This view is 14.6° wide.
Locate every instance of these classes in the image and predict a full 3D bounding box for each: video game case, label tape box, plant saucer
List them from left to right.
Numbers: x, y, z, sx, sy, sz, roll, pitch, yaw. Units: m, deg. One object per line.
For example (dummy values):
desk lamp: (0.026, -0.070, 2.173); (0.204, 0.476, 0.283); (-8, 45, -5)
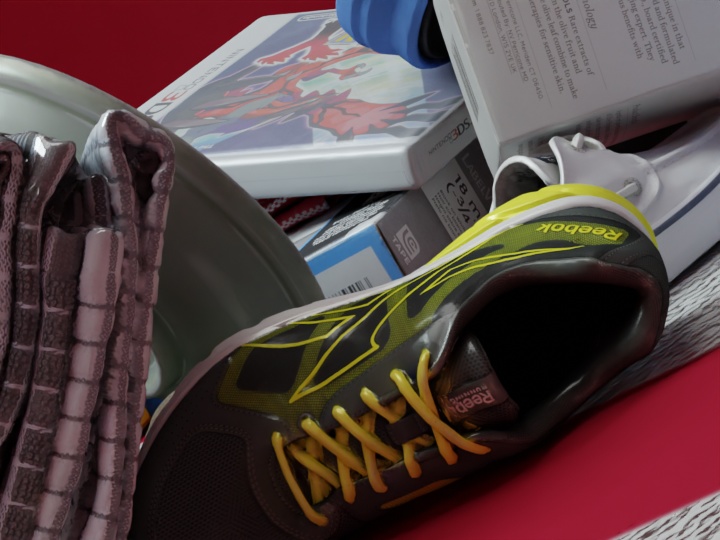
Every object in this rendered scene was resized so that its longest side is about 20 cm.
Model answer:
plant saucer: (-0.107, 0.000, 1.085); (0.200, 0.200, 0.050); (-21, 34, 59)
video game case: (-0.012, -0.080, 1.263); (0.199, 0.023, 0.182); (-2, 26, 36)
label tape box: (0.000, 0.000, 1.243); (0.144, 0.063, 0.200); (-28, 8, 29)

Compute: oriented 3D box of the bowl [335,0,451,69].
bowl: (0.066, -0.170, 1.165); (0.201, 0.039, 0.201); (-50, -12, -15)

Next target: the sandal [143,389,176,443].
sandal: (-0.053, 0.066, 1.026); (0.080, 0.057, 0.201); (-28, 4, -3)

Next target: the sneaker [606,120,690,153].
sneaker: (0.106, -0.073, 1.184); (0.075, 0.088, 0.200); (-27, 10, 29)

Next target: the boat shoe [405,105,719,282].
boat shoe: (0.076, -0.017, 1.000); (0.200, 0.065, 0.073); (-38, 8, -35)

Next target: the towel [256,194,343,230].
towel: (-0.039, -0.053, 1.328); (0.144, 0.023, 0.200); (-25, 15, 30)

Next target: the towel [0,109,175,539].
towel: (-0.118, 0.048, 0.916); (0.085, 0.201, 0.166); (8, -2, -10)

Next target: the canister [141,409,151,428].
canister: (-0.214, 0.026, 1.452); (0.148, 0.200, 0.087); (-31, 7, 15)

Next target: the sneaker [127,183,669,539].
sneaker: (0.011, 0.037, 0.886); (0.200, 0.075, 0.085); (-35, 11, -2)

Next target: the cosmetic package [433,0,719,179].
cosmetic package: (0.132, -0.106, 1.059); (0.199, 0.085, 0.108); (-19, -7, -1)
